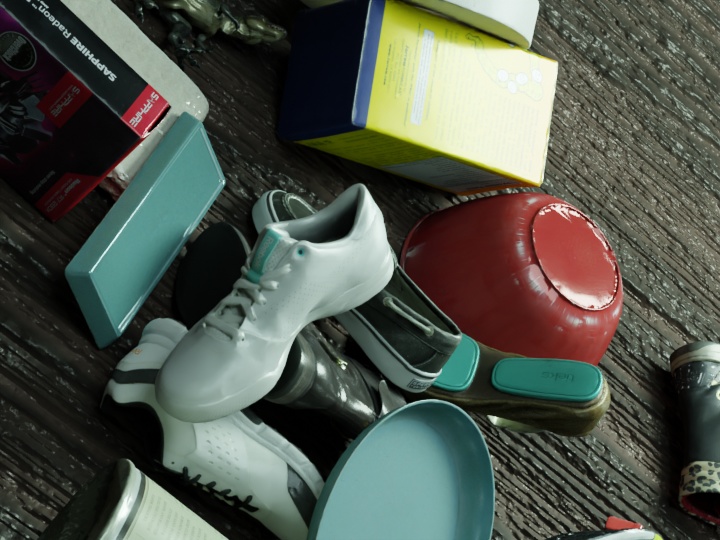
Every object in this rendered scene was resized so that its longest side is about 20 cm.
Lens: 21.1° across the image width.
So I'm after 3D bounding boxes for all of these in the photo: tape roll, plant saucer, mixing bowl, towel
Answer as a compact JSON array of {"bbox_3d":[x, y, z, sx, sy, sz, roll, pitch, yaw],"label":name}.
[{"bbox_3d":[0.046,-0.220,1.570,0.201,0.202,0.037,16,85,-34],"label":"tape roll"},{"bbox_3d":[-0.149,-0.032,1.389,0.201,0.019,0.070,-61,140,-46],"label":"plant saucer"},{"bbox_3d":[0.142,0.013,1.578,0.199,0.108,0.202,22,52,-31],"label":"mixing bowl"},{"bbox_3d":[0.024,0.186,1.350,0.199,0.027,0.202,-18,114,-46],"label":"plant saucer"},{"bbox_3d":[-0.211,-0.150,1.423,0.200,0.034,0.133,45,44,-12],"label":"towel"}]

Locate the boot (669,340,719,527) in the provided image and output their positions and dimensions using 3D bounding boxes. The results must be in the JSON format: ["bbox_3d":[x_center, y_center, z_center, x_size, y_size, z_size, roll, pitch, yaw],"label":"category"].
[{"bbox_3d":[0.356,0.163,1.699,0.202,0.073,0.155,23,52,-21],"label":"boot"}]

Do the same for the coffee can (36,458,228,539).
[{"bbox_3d":[-0.109,0.232,1.179,0.200,0.146,0.147,40,44,-14],"label":"coffee can"}]

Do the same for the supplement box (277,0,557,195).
[{"bbox_3d":[0.048,-0.140,1.569,0.199,0.108,0.111,16,79,-35],"label":"supplement box"}]

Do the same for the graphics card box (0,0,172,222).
[{"bbox_3d":[-0.241,-0.139,1.320,0.200,0.125,0.051,45,43,-11],"label":"graphics card box"}]

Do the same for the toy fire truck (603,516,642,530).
[{"bbox_3d":[0.240,0.256,1.496,0.140,0.049,0.201,15,43,12],"label":"toy fire truck"}]

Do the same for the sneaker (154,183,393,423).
[{"bbox_3d":[-0.063,0.014,1.277,0.075,0.089,0.200,33,61,31],"label":"sneaker"}]

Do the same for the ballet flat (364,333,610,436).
[{"bbox_3d":[0.095,0.091,1.494,0.198,0.073,0.068,10,47,12],"label":"ballet flat"}]

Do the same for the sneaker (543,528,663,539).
[{"bbox_3d":[0.152,0.241,1.424,0.199,0.074,0.082,-13,90,-37],"label":"sneaker"}]

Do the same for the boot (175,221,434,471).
[{"bbox_3d":[-0.039,0.064,1.411,0.174,0.069,0.200,33,17,-46],"label":"boot"}]

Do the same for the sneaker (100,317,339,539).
[{"bbox_3d":[-0.098,0.130,1.326,0.200,0.074,0.080,46,57,-2],"label":"sneaker"}]

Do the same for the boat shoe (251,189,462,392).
[{"bbox_3d":[0.000,0.000,1.461,0.200,0.064,0.071,46,28,17],"label":"boat shoe"}]

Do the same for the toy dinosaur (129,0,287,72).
[{"bbox_3d":[-0.149,-0.210,1.510,0.199,0.047,0.089,31,32,-23],"label":"toy dinosaur"}]
